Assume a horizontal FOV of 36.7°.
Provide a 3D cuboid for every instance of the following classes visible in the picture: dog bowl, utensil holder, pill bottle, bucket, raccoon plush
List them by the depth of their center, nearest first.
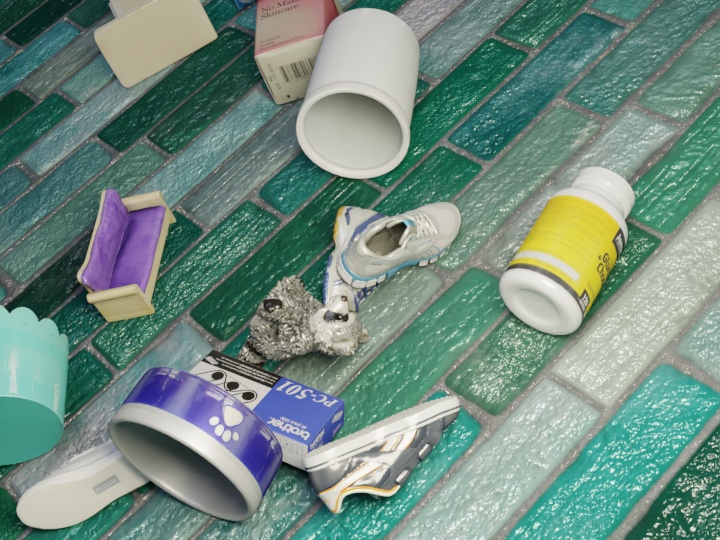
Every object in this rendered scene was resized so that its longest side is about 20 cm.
[{"bbox_3d":[-0.193,0.205,1.276,0.198,0.201,0.079,12,54,31],"label":"dog bowl"},{"bbox_3d":[0.261,-0.029,1.341,0.111,0.113,0.201,17,60,34],"label":"pill bottle"},{"bbox_3d":[-0.072,0.099,1.392,0.133,0.201,0.097,35,43,8],"label":"raccoon plush"},{"bbox_3d":[-0.488,0.159,1.451,0.205,0.208,0.136,-19,52,7],"label":"bucket"},{"bbox_3d":[0.001,-0.269,1.626,0.168,0.171,0.202,-6,47,18],"label":"utensil holder"}]

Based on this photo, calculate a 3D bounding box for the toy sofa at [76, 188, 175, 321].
[{"bbox_3d":[-0.346,-0.032,1.621,0.082,0.098,0.202,-9,47,16],"label":"toy sofa"}]

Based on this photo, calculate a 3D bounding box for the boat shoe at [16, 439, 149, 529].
[{"bbox_3d":[-0.346,0.261,1.393,0.198,0.072,0.069,-31,24,5],"label":"boat shoe"}]

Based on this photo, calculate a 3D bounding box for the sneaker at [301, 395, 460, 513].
[{"bbox_3d":[0.034,0.213,1.261,0.198,0.078,0.080,-22,88,-14],"label":"sneaker"}]

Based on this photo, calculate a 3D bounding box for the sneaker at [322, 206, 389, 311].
[{"bbox_3d":[0.000,0.000,1.460,0.087,0.076,0.202,7,61,6],"label":"sneaker"}]

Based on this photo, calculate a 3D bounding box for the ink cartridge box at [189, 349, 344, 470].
[{"bbox_3d":[-0.127,0.169,1.343,0.198,0.045,0.094,18,38,22],"label":"ink cartridge box"}]

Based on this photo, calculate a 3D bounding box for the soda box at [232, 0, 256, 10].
[{"bbox_3d":[-0.247,-0.580,2.076,0.067,0.065,0.201,-30,45,-4],"label":"soda box"}]

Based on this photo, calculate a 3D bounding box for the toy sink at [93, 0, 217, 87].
[{"bbox_3d":[-0.384,-0.451,1.979,0.198,0.131,0.112,-31,46,-3],"label":"toy sink"}]

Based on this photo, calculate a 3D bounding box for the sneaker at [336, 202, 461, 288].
[{"bbox_3d":[0.064,-0.045,1.426,0.199,0.087,0.075,-29,75,-30],"label":"sneaker"}]

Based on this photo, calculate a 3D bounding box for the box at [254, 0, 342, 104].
[{"bbox_3d":[-0.101,-0.396,1.820,0.126,0.109,0.202,-14,47,12],"label":"box"}]
